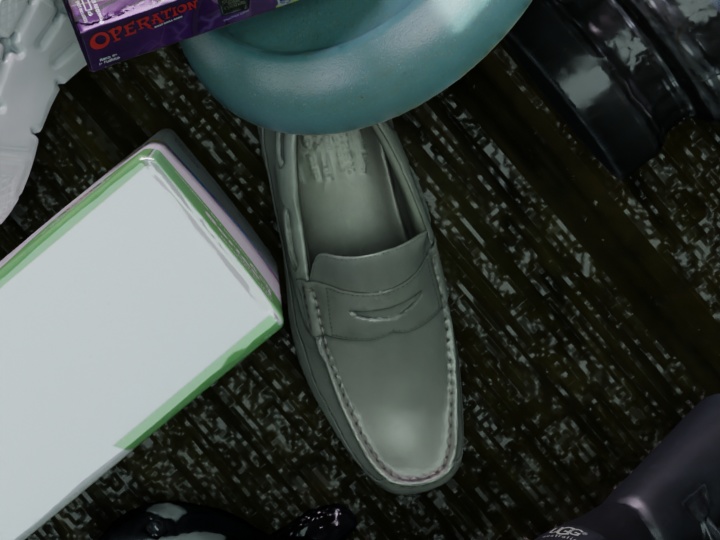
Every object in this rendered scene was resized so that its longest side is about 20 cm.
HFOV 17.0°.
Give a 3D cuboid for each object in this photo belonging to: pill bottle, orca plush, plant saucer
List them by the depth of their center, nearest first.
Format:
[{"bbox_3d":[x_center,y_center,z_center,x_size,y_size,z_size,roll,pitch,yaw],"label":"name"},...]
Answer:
[{"bbox_3d":[-0.003,-0.151,0.963,0.200,0.027,0.200,-14,63,30],"label":"plant saucer"},{"bbox_3d":[0.159,-0.132,0.987,0.200,0.112,0.112,-38,93,2],"label":"pill bottle"},{"bbox_3d":[-0.010,0.125,1.023,0.200,0.105,0.071,7,56,16],"label":"orca plush"}]

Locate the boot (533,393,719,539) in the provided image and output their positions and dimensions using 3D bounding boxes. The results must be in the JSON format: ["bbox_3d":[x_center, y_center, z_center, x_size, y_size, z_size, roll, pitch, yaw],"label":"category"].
[{"bbox_3d":[0.133,0.169,0.991,0.168,0.076,0.200,-28,111,-40],"label":"boot"}]

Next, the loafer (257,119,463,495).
[{"bbox_3d":[0.000,0.000,1.013,0.070,0.070,0.200,-19,94,-8],"label":"loafer"}]

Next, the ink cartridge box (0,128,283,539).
[{"bbox_3d":[-0.109,0.023,0.953,0.145,0.200,0.084,-40,96,2],"label":"ink cartridge box"}]

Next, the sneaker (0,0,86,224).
[{"bbox_3d":[-0.155,-0.105,1.007,0.200,0.082,0.077,-58,135,-17],"label":"sneaker"}]

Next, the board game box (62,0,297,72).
[{"bbox_3d":[-0.081,-0.175,0.962,0.120,0.032,0.200,-18,55,-10],"label":"board game box"}]
